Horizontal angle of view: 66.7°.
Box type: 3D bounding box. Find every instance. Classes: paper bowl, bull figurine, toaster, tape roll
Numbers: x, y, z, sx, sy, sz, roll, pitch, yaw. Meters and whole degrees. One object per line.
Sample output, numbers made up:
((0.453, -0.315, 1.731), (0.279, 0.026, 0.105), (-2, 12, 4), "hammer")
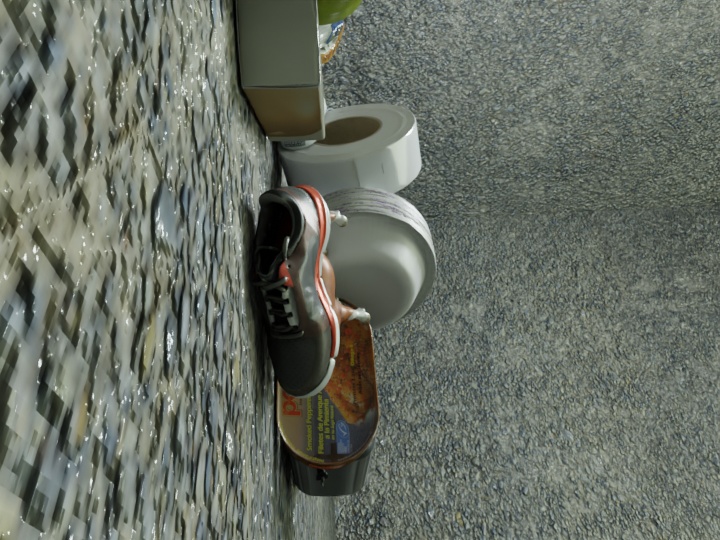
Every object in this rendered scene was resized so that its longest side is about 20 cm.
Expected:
((0.000, 0.000, 0.721), (0.104, 0.200, 0.201), (-91, 180, -51), "paper bowl")
((-0.051, 0.024, 0.591), (0.121, 0.065, 0.200), (-15, 97, -58), "bull figurine")
((-0.038, 0.200, 0.702), (0.200, 0.113, 0.129), (-96, -174, -45), "toaster")
((-0.015, -0.169, 0.784), (0.203, 0.202, 0.071), (-97, 176, -55), "tape roll")

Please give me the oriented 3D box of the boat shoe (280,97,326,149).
((-0.088, -0.245, 0.793), (0.200, 0.071, 0.064), (-97, 179, -54), "boat shoe")

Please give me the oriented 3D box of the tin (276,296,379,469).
((-0.040, 0.123, 0.623), (0.042, 0.112, 0.200), (107, -18, -55), "tin")

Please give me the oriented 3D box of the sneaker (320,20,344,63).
((-0.096, -0.313, 0.754), (0.075, 0.088, 0.200), (-62, 180, 38), "sneaker")

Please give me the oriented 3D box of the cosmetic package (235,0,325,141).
((-0.076, -0.207, 0.569), (0.200, 0.071, 0.105), (155, -68, -87), "cosmetic package")

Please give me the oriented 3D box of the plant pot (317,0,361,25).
((-0.033, -0.340, 0.505), (0.193, 0.200, 0.201), (141, -54, -73), "plant pot")

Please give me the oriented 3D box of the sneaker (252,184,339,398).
((-0.072, 0.020, 0.497), (0.082, 0.077, 0.200), (-2, 88, -66), "sneaker")

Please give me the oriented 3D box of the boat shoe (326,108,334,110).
((-0.079, -0.220, 1.030), (0.071, 0.070, 0.201), (-27, -129, 53), "boat shoe")
